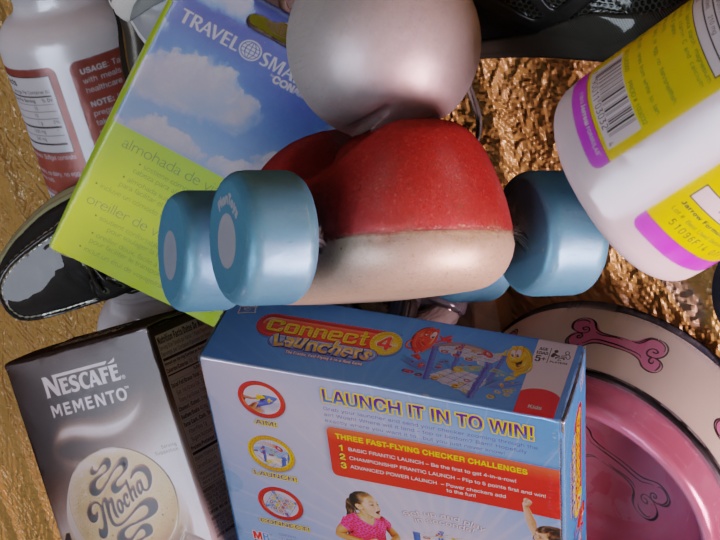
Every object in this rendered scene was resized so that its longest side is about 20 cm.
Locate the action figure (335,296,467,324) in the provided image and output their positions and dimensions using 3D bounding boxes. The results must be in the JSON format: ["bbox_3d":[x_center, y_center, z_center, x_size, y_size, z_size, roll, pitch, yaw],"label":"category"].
[{"bbox_3d":[0.000,0.000,0.981,0.193,0.201,0.104,-33,138,29],"label":"action figure"}]

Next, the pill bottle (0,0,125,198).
[{"bbox_3d":[-0.168,-0.120,1.060,0.112,0.112,0.201,7,122,41],"label":"pill bottle"}]

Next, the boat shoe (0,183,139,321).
[{"bbox_3d":[-0.147,-0.022,1.006,0.200,0.066,0.072,-26,111,14],"label":"boat shoe"}]

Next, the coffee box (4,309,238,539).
[{"bbox_3d":[-0.128,0.132,1.009,0.112,0.080,0.201,-16,94,27],"label":"coffee box"}]

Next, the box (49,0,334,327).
[{"bbox_3d":[-0.080,-0.070,0.908,0.121,0.048,0.200,26,120,-11],"label":"box"}]

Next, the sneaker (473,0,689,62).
[{"bbox_3d":[0.073,-0.166,0.824,0.198,0.076,0.115,5,119,39],"label":"sneaker"}]

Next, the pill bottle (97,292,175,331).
[{"bbox_3d":[-0.120,0.065,1.136,0.104,0.104,0.201,11,131,39],"label":"pill bottle"}]

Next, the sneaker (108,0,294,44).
[{"bbox_3d":[-0.036,-0.156,0.919,0.199,0.075,0.116,-21,110,28],"label":"sneaker"}]

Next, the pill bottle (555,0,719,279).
[{"bbox_3d":[0.190,-0.086,0.708,0.200,0.104,0.105,-34,92,31],"label":"pill bottle"}]

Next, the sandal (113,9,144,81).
[{"bbox_3d":[-0.125,-0.180,0.985,0.054,0.081,0.201,-10,97,46],"label":"sandal"}]

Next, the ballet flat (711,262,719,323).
[{"bbox_3d":[0.225,-0.009,0.792,0.073,0.073,0.200,49,140,5],"label":"ballet flat"}]

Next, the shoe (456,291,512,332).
[{"bbox_3d":[0.044,0.070,1.032,0.070,0.053,0.201,34,134,20],"label":"shoe"}]

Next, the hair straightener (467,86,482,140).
[{"bbox_3d":[-0.007,-0.124,0.952,0.200,0.041,0.077,34,137,30],"label":"hair straightener"}]

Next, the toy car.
[{"bbox_3d":[0.005,-0.084,0.800,0.177,0.183,0.202,172,96,-67],"label":"toy car"}]

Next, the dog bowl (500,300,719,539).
[{"bbox_3d":[0.141,0.121,0.945,0.199,0.074,0.201,20,132,25],"label":"dog bowl"}]

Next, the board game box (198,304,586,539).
[{"bbox_3d":[0.024,0.115,0.896,0.199,0.056,0.197,9,133,17],"label":"board game box"}]
